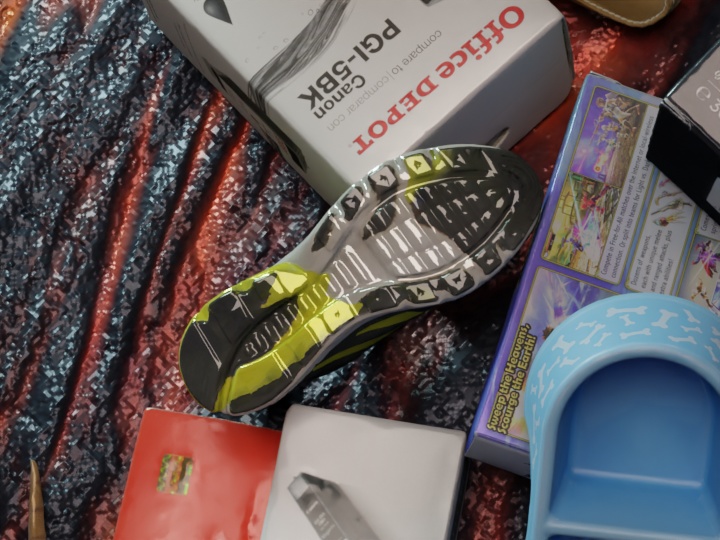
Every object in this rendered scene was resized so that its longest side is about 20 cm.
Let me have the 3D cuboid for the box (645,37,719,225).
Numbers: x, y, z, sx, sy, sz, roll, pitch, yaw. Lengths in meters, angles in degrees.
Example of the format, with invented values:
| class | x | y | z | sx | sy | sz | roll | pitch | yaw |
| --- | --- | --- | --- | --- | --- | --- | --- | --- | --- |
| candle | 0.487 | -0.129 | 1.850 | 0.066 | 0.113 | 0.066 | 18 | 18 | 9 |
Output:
| class | x | y | z | sx | sy | sz | roll | pitch | yaw |
| --- | --- | --- | --- | --- | --- | --- | --- | --- | --- |
| box | 0.256 | -0.086 | 1.051 | 0.148 | 0.107 | 0.200 | 43 | 83 | 10 |

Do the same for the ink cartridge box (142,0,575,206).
| class | x | y | z | sx | sy | sz | roll | pitch | yaw |
| --- | --- | --- | --- | --- | --- | --- | --- | --- | --- |
| ink cartridge box | -0.005 | -0.133 | 1.185 | 0.147 | 0.083 | 0.200 | -42 | 69 | -9 |

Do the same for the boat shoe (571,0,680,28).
| class | x | y | z | sx | sy | sz | roll | pitch | yaw |
| --- | --- | --- | --- | --- | --- | --- | --- | --- | --- |
| boat shoe | 0.086 | -0.184 | 1.156 | 0.199 | 0.072 | 0.076 | 36 | 34 | -16 |

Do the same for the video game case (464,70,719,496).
| class | x | y | z | sx | sy | sz | roll | pitch | yaw |
| --- | --- | --- | --- | --- | --- | --- | --- | --- | --- |
| video game case | 0.165 | 0.025 | 1.102 | 0.180 | 0.045 | 0.201 | 20 | 70 | 0 |

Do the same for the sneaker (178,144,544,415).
| class | x | y | z | sx | sy | sz | roll | pitch | yaw |
| --- | --- | --- | --- | --- | --- | --- | --- | --- | --- |
| sneaker | 0.000 | 0.000 | 1.115 | 0.199 | 0.085 | 0.075 | -30 | 86 | 6 |

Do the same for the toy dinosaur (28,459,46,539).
| class | x | y | z | sx | sy | sz | roll | pitch | yaw |
| --- | --- | --- | --- | --- | --- | --- | --- | --- | --- |
| toy dinosaur | -0.128 | 0.185 | 1.083 | 0.199 | 0.061 | 0.106 | 28 | 57 | 36 |

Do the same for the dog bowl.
| class | x | y | z | sx | sy | sz | roll | pitch | yaw |
| --- | --- | --- | --- | --- | --- | --- | --- | --- | --- |
| dog bowl | 0.125 | 0.113 | 1.026 | 0.111 | 0.050 | 0.202 | 6 | 104 | 5 |

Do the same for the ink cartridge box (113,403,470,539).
| class | x | y | z | sx | sy | sz | roll | pitch | yaw |
| --- | --- | --- | --- | --- | --- | --- | --- | --- | --- |
| ink cartridge box | -0.048 | 0.163 | 1.092 | 0.172 | 0.044 | 0.201 | 8 | 69 | 9 |
